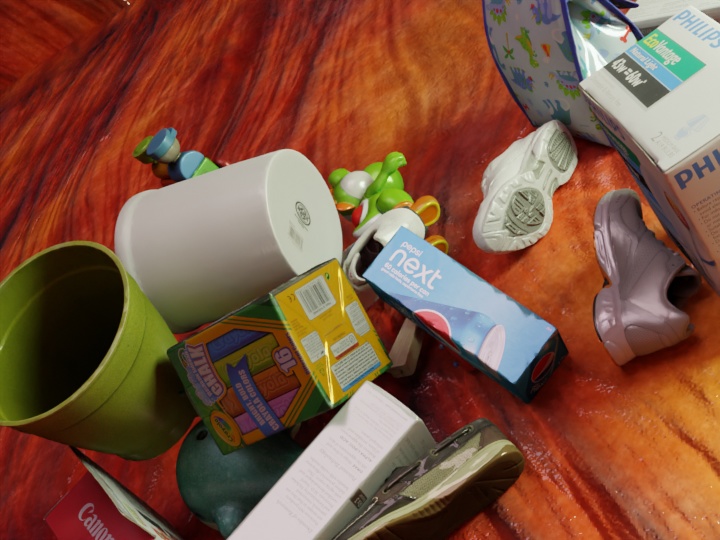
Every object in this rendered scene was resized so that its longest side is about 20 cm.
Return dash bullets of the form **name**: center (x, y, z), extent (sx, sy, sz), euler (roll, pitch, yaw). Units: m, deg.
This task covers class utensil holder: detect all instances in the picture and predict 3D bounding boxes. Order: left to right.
- **utensil holder**: center (-0.143, -0.034, 1.200), extent (0.199, 0.170, 0.170), euler (-17, 37, 25)

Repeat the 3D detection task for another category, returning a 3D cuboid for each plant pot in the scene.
- **plant pot**: center (-0.269, 0.104, 1.115), extent (0.200, 0.193, 0.201), euler (-14, 55, 21)

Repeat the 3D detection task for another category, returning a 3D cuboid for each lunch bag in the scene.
- **lunch bag**: center (0.236, -0.259, 1.236), extent (0.127, 0.200, 0.170), euler (-47, 30, -10)

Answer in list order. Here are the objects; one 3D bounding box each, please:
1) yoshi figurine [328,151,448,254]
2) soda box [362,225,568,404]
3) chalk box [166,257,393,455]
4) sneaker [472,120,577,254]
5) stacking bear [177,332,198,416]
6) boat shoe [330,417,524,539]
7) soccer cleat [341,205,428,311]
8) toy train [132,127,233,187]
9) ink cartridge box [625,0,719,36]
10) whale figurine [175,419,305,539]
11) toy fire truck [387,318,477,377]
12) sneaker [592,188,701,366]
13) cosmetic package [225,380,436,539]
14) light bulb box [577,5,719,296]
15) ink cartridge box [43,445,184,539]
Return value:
- **yoshi figurine**: center (0.039, -0.085, 1.314), extent (0.200, 0.112, 0.113), euler (37, 101, 49)
- **soda box**: center (0.100, 0.041, 1.042), extent (0.200, 0.064, 0.068), euler (35, 82, 32)
- **chalk box**: center (-0.095, 0.094, 1.064), extent (0.200, 0.124, 0.125), euler (-28, 1, 35)
- **sneaker**: center (0.171, -0.084, 1.220), extent (0.099, 0.078, 0.200), euler (-14, 29, 48)
- **stacking bear**: center (-0.112, 0.104, 1.205), extent (0.200, 0.121, 0.114), euler (-17, 69, 36)
- **boat shoe**: center (0.051, 0.205, 0.956), extent (0.200, 0.073, 0.065), euler (-31, 42, -3)
- **soccer cleat**: center (0.000, 0.000, 1.220), extent (0.086, 0.070, 0.200), euler (-39, -8, -43)
- **toy train**: center (-0.266, -0.138, 1.473), extent (0.200, 0.116, 0.085), euler (4, 57, 56)
- **ink cartridge box**: center (0.429, -0.348, 1.302), extent (0.162, 0.050, 0.200), euler (4, 43, 51)
- **whale figurine**: center (-0.111, 0.201, 1.119), extent (0.200, 0.104, 0.159), euler (-5, 45, 43)
- **toy fire truck**: center (0.061, 0.068, 1.154), extent (0.141, 0.049, 0.200), euler (-43, 31, -4)
- **sneaker**: center (0.270, -0.001, 0.998), extent (0.092, 0.076, 0.200), euler (-15, 46, 26)
- **cosmetic package**: center (-0.021, 0.210, 0.993), extent (0.074, 0.102, 0.200), euler (33, 75, 32)
- **light bulb box**: center (0.312, -0.089, 0.923), extent (0.125, 0.200, 0.198), euler (-35, 30, 10)
- **ink cartridge box**: center (-0.239, 0.282, 1.085), extent (0.084, 0.176, 0.200), euler (-48, 30, -13)
